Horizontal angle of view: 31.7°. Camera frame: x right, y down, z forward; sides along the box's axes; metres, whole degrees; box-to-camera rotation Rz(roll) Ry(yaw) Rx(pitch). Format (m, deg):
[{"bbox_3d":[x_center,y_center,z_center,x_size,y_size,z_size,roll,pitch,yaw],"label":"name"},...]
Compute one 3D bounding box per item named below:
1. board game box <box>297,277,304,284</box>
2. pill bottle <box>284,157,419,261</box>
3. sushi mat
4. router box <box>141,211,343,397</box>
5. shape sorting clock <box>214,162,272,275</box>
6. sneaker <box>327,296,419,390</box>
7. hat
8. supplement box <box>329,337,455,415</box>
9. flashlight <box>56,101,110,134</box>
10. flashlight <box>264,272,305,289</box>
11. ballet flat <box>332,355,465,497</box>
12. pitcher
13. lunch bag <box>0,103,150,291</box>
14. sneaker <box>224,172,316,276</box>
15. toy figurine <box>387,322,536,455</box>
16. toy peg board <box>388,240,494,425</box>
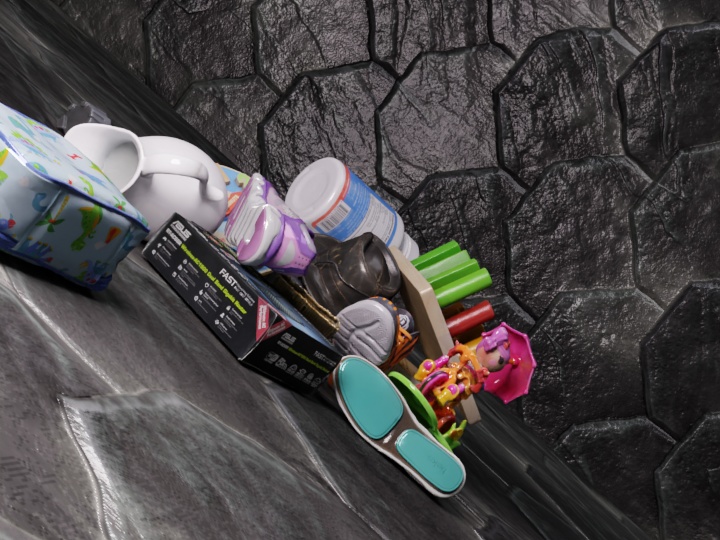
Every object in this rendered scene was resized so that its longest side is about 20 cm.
[{"bbox_3d":[-0.089,0.011,1.790,0.103,0.105,0.200,40,4,-12],"label":"board game box"},{"bbox_3d":[-0.007,-0.062,1.820,0.200,0.112,0.112,40,3,-37],"label":"pill bottle"},{"bbox_3d":[-0.077,0.056,1.511,0.096,0.012,0.200,42,-18,0],"label":"sushi mat"},{"bbox_3d":[-0.127,0.037,1.375,0.200,0.062,0.150,43,3,33],"label":"router box"},{"bbox_3d":[-0.176,-0.068,1.604,0.198,0.039,0.201,16,38,-13],"label":"shape sorting clock"},{"bbox_3d":[0.024,0.069,1.503,0.078,0.112,0.200,45,-31,10],"label":"sneaker"},{"bbox_3d":[0.000,0.000,1.647,0.200,0.081,0.201,37,24,-19],"label":"hat"},{"bbox_3d":[0.027,0.140,1.691,0.200,0.074,0.126,40,3,-5],"label":"supplement box"},{"bbox_3d":[-0.326,-0.168,1.764,0.068,0.068,0.200,37,-1,37],"label":"flashlight"},{"bbox_3d":[-0.152,-0.017,1.660,0.200,0.068,0.067,42,39,19],"label":"flashlight"},{"bbox_3d":[0.037,0.183,1.447,0.200,0.069,0.069,45,4,5],"label":"ballet flat"},{"bbox_3d":[-0.212,-0.094,1.412,0.170,0.123,0.200,8,-9,28],"label":"pitcher"},{"bbox_3d":[-0.269,-0.072,1.008,0.161,0.083,0.200,43,4,22],"label":"lunch bag"},{"bbox_3d":[-0.097,-0.044,1.436,0.088,0.081,0.200,23,14,-20],"label":"sneaker"},{"bbox_3d":[0.129,0.128,1.524,0.150,0.184,0.201,41,-19,29],"label":"toy figurine"},{"bbox_3d":[0.129,0.067,1.689,0.200,0.097,0.201,-126,-167,-70],"label":"toy peg board"}]
